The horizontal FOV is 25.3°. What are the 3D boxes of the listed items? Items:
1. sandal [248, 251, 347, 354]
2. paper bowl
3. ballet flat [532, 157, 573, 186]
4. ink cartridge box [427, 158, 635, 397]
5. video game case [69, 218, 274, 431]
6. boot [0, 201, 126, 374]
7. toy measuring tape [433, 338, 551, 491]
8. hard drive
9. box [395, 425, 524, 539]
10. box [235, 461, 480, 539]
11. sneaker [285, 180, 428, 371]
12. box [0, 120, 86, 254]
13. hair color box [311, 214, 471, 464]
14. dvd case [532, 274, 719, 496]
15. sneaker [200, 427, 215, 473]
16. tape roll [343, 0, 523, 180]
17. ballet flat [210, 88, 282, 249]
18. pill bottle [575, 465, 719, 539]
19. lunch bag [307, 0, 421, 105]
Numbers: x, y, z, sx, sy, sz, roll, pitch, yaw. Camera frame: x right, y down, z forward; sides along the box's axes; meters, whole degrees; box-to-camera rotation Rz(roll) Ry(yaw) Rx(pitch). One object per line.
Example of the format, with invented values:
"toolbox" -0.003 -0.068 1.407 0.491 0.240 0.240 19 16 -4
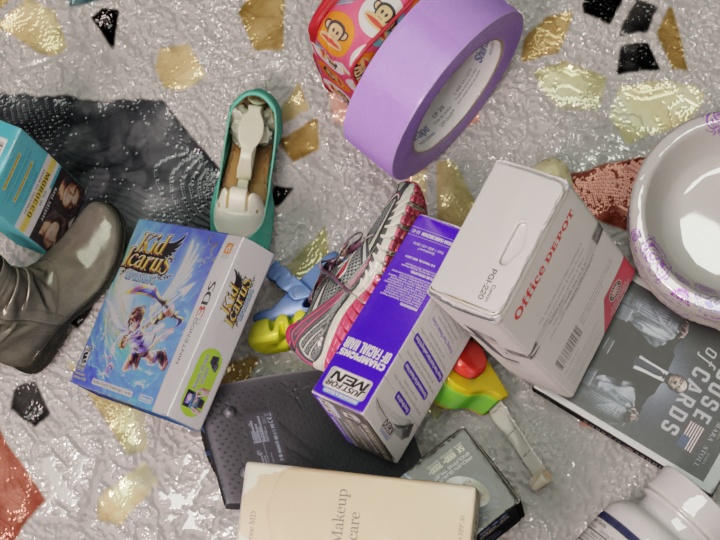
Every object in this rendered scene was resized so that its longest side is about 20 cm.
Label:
"sandal" -0.019 0.020 1.587 0.198 0.080 0.088 -11 73 3
"paper bowl" 0.355 -0.043 1.537 0.199 0.104 0.202 -1 75 6
"ballet flat" 0.161 -0.020 1.581 0.066 0.057 0.201 22 81 10
"ink cartridge box" 0.162 0.010 1.486 0.084 0.200 0.146 22 78 33
"video game case" -0.186 0.047 1.554 0.199 0.045 0.182 10 73 52
"boot" -0.320 0.008 1.582 0.068 0.131 0.201 32 89 32
"toy measuring tape" 0.107 0.129 1.544 0.073 0.074 0.201 -31 73 -1
"hard drive" -0.050 0.161 1.525 0.198 0.042 0.136 -7 56 -21
"box" 0.048 0.247 1.479 0.199 0.164 0.086 -37 75 -3
"box" -0.001 0.221 1.367 0.198 0.078 0.096 4 78 8
"sneaker" 0.000 0.000 1.509 0.074 0.081 0.201 24 75 26
"box" -0.336 -0.080 1.582 0.049 0.200 0.083 21 80 13
"hair color box" 0.044 0.063 1.482 0.064 0.109 0.201 19 68 29
"dvd case" 0.288 0.103 1.554 0.199 0.025 0.151 31 83 14
"sneaker" -0.087 0.194 1.565 0.077 0.076 0.200 -29 70 -29
"tape roll" 0.071 -0.186 1.556 0.066 0.200 0.200 38 84 14
"ballet flat" -0.119 -0.091 1.625 0.067 0.070 0.202 5 78 8
"pill bottle" 0.246 0.282 1.469 0.120 0.120 0.200 43 85 14
"lunch bag" 0.036 -0.247 1.575 0.082 0.200 0.176 43 83 13
